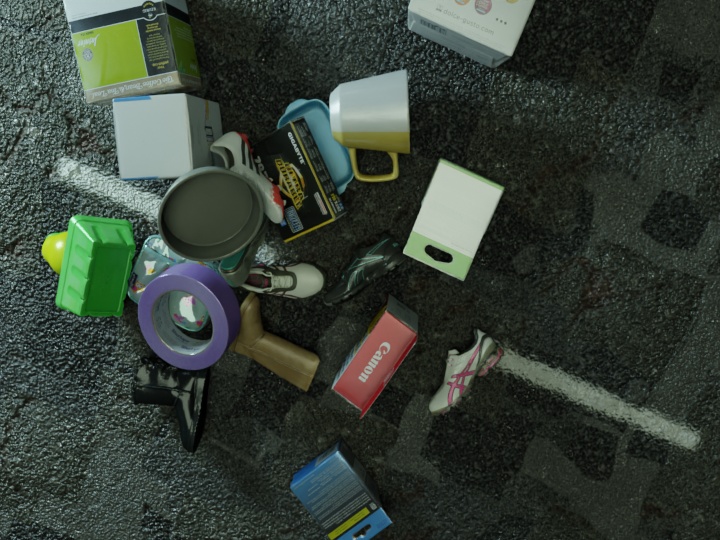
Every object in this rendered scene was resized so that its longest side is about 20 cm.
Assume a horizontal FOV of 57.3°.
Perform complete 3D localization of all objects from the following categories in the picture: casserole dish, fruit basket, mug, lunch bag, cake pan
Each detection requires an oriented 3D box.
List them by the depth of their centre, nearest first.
[{"bbox_3d":[-0.278,-0.107,1.219,0.195,0.037,0.204,-15,134,-15],"label":"cake pan"},{"bbox_3d":[0.019,-0.279,1.250,0.148,0.150,0.193,-2,80,4],"label":"mug"},{"bbox_3d":[-0.087,-0.246,1.332,0.119,0.039,0.204,-25,97,10],"label":"casserole dish"},{"bbox_3d":[-0.574,-0.018,1.388,0.212,0.153,0.223,-5,83,48],"label":"fruit basket"},{"bbox_3d":[-0.386,0.019,1.389,0.196,0.077,0.164,28,102,0],"label":"lunch bag"}]

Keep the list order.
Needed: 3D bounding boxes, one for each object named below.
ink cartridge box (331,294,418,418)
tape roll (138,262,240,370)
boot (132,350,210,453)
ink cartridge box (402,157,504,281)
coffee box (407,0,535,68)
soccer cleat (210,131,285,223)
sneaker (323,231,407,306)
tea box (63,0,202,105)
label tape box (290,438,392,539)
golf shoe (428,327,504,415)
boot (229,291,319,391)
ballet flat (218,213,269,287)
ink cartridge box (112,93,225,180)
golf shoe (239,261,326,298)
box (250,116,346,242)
[{"bbox_3d":[0.031,0.170,1.330,0.083,0.176,0.202,33,101,-2],"label":"ink cartridge box"},{"bbox_3d":[-0.341,0.092,1.315,0.194,0.066,0.206,5,111,13],"label":"tape roll"},{"bbox_3d":[-0.420,0.288,1.446,0.157,0.073,0.205,8,94,1],"label":"boot"},{"bbox_3d":[0.186,-0.104,1.328,0.142,0.048,0.205,23,102,1],"label":"ink cartridge box"},{"bbox_3d":[0.207,-0.505,1.173,0.195,0.200,0.202,23,101,0],"label":"coffee box"},{"bbox_3d":[-0.218,-0.175,1.279,0.068,0.084,0.204,-31,88,51],"label":"soccer cleat"},{"bbox_3d":[0.000,0.000,1.362,0.197,0.075,0.080,-34,84,3],"label":"sneaker"},{"bbox_3d":[-0.436,-0.437,1.279,0.193,0.134,0.203,-8,99,7],"label":"tea box"},{"bbox_3d":[-0.040,0.502,1.456,0.143,0.063,0.202,-36,96,10],"label":"label tape box"},{"bbox_3d":[0.205,0.212,1.378,0.092,0.073,0.200,43,92,2],"label":"golf shoe"},{"bbox_3d":[-0.172,0.149,1.385,0.196,0.067,0.177,27,134,2],"label":"boot"},{"bbox_3d":[-0.229,-0.055,1.339,0.065,0.204,0.064,5,143,22],"label":"ballet flat"},{"bbox_3d":[-0.362,-0.254,1.273,0.142,0.200,0.150,-3,99,6],"label":"ink cartridge box"},{"bbox_3d":[-0.168,0.025,1.367,0.193,0.088,0.080,1,100,4],"label":"golf shoe"},{"bbox_3d":[-0.132,-0.176,1.306,0.157,0.049,0.205,-17,100,43],"label":"box"}]
